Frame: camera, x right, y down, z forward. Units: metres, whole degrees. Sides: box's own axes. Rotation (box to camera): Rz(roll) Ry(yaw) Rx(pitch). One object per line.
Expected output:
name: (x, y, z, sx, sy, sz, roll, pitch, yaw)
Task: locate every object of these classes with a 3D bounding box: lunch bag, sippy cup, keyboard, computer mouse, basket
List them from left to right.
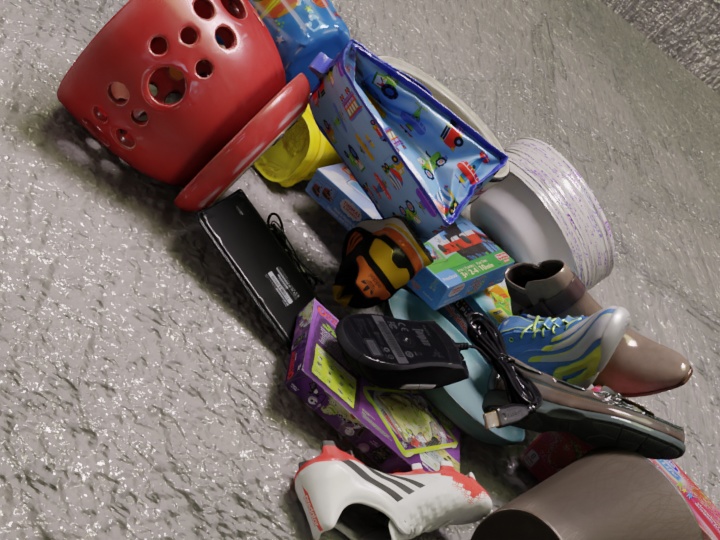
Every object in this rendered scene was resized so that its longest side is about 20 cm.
keyboard: (-0.080, 0.020, 1.309, 0.201, 0.039, 0.104, 56, 36, 0)
sippy cup: (-0.081, -0.255, 1.434, 0.177, 0.140, 0.131, -12, 55, -50)
lunch bag: (0.023, -0.128, 1.324, 0.200, 0.094, 0.151, 44, -16, -3)
computer mouse: (0.070, 0.100, 1.254, 0.198, 0.046, 0.141, 1, 41, -38)
basket: (0.194, 0.251, 1.224, 0.199, 0.136, 0.181, 0, 52, -49)

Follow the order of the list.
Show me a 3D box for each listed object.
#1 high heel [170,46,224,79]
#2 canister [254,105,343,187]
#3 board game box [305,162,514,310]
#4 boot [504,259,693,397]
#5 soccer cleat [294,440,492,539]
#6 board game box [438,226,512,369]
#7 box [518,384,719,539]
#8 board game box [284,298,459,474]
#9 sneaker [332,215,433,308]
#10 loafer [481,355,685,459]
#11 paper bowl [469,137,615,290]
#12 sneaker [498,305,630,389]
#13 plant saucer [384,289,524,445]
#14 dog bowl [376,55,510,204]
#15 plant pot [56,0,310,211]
high heel: (-0.172, -0.240, 1.560, 0.095, 0.068, 0.200, 15, 22, -24)
canister: (-0.054, -0.166, 1.585, 0.149, 0.087, 0.199, 51, 26, 22)
board game box: (0.055, -0.048, 1.509, 0.200, 0.037, 0.151, 42, 31, 20)
boot: (0.238, 0.055, 1.447, 0.070, 0.199, 0.147, -48, 119, -31)
soccer cleat: (0.032, 0.202, 1.155, 0.198, 0.069, 0.086, 18, 42, -33)
board game box: (0.150, 0.037, 1.589, 0.201, 0.047, 0.150, 51, 27, 20)
box: (0.268, 0.223, 1.396, 0.200, 0.096, 0.099, 47, 19, 13)
board game box: (0.015, 0.125, 1.258, 0.200, 0.032, 0.121, 43, 28, -18)
sneaker: (0.000, 0.000, 1.371, 0.070, 0.090, 0.200, 53, -16, -6)
loafer: (0.218, 0.128, 1.321, 0.197, 0.072, 0.064, 14, 64, 1)
paper bowl: (0.210, -0.051, 1.680, 0.201, 0.104, 0.201, 51, -17, 22)
sneaker: (0.191, 0.079, 1.402, 0.105, 0.201, 0.076, 37, 51, 5)
plant saucer: (0.089, 0.102, 1.391, 0.200, 0.027, 0.201, 43, 16, -15)
dog bowl: (0.069, -0.147, 1.543, 0.199, 0.074, 0.201, 33, 24, -17)
plant pot: (-0.161, -0.172, 1.326, 0.183, 0.200, 0.201, 46, 25, -7)
